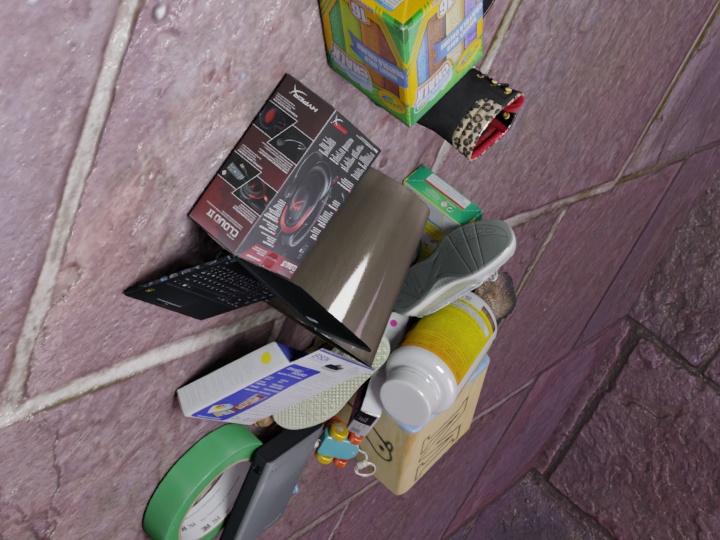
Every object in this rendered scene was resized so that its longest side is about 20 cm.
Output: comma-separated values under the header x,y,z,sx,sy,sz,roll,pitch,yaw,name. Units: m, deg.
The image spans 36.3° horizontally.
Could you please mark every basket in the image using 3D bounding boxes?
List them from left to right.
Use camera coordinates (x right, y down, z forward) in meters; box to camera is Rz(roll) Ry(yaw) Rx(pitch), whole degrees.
x,y,z,sx,sy,sz,roll,pitch,yaw,name
-0.012,-0.016,1.333,0.202,0.179,0.136,-60,-168,-6,basket

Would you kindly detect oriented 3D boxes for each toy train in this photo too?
x,y,z,sx,sy,sz,roll,pitch,yaw,name
-0.081,0.292,1.714,0.197,0.056,0.152,-15,133,3,toy train

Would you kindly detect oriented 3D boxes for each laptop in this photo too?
x,y,z,sx,sy,sz,roll,pitch,yaw,name
-0.114,0.053,1.156,0.197,0.105,0.177,-18,163,15,laptop

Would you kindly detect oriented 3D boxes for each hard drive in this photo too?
x,y,z,sx,sy,sz,roll,pitch,yaw,name
-0.134,0.316,1.608,0.139,0.033,0.202,-30,149,-53,hard drive

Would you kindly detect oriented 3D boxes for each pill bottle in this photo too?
x,y,z,sx,sy,sz,roll,pitch,yaw,name
0.105,0.121,1.518,0.200,0.108,0.110,-49,162,-43,pill bottle

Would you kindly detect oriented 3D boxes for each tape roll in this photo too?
x,y,z,sx,sy,sz,roll,pitch,yaw,name
-0.215,0.308,1.538,0.200,0.048,0.202,-42,156,-24,tape roll

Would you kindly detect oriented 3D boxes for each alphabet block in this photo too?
x,y,z,sx,sy,sz,roll,pitch,yaw,name
0.066,0.192,1.735,0.196,0.195,0.202,-36,152,-29,alphabet block

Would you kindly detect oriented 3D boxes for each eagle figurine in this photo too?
x,y,z,sx,sy,sz,roll,pitch,yaw,name
0.185,0.047,1.813,0.149,0.203,0.151,-19,-160,2,eagle figurine

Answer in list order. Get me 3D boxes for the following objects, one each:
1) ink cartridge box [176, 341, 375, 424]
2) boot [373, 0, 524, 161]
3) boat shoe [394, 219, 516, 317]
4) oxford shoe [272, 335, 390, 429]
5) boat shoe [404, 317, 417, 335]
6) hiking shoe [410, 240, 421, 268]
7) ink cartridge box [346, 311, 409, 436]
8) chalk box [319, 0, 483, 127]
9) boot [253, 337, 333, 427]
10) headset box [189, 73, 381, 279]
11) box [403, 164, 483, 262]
x,y,z,sx,sy,sz,roll,pitch,yaw,name
-0.103,0.136,1.395,0.198,0.048,0.197,-28,160,13,ink cartridge box
0.127,-0.231,1.266,0.200,0.150,0.073,-47,158,-13,boot
0.129,0.001,1.465,0.201,0.075,0.064,-37,146,26,boat shoe
-0.040,0.148,1.518,0.199,0.075,0.058,-41,-158,12,oxford shoe
0.089,0.114,1.625,0.071,0.069,0.202,97,8,-52,boat shoe
0.039,0.002,1.567,0.086,0.074,0.201,-36,164,-45,hiking shoe
0.031,0.131,1.581,0.095,0.037,0.202,118,-7,-62,ink cartridge box
0.043,-0.245,1.116,0.124,0.124,0.201,-45,156,-18,chalk box
-0.071,0.161,1.568,0.200,0.075,0.074,-42,159,-21,boot
-0.082,-0.086,1.169,0.201,0.075,0.148,-54,158,4,headset box
0.110,-0.044,1.563,0.048,0.117,0.201,-38,155,-27,box
